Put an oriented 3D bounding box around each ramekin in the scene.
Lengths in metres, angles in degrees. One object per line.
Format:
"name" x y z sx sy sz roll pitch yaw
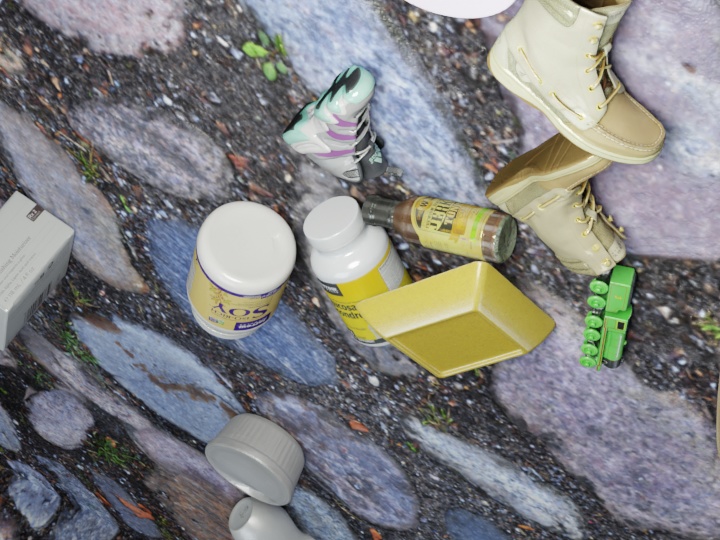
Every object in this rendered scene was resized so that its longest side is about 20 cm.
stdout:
"ramekin" -0.201 0.368 2.285 0.201 0.095 0.203 23 148 16

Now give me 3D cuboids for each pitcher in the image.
"pitcher" -0.208 0.581 2.588 0.200 0.122 0.171 39 166 -31

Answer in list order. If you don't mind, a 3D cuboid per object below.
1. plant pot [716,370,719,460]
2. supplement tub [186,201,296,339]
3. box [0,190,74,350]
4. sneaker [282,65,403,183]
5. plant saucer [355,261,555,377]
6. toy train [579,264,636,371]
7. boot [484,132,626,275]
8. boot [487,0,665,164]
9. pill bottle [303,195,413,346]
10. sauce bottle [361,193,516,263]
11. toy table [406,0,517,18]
"plant pot" 0.481 0.120 1.226 0.172 0.201 0.201 8 144 9
"supplement tub" -0.180 0.005 1.705 0.145 0.146 0.200 32 149 3
"box" -0.629 0.003 2.071 0.130 0.200 0.200 34 150 -2
"sneaker" 0.002 -0.160 1.378 0.140 0.078 0.200 40 158 -13
"plant saucer" 0.125 0.077 1.499 0.199 0.049 0.200 -20 143 30
"toy train" 0.306 0.061 1.430 0.056 0.042 0.201 12 144 14
"boot" 0.245 -0.071 1.265 0.155 0.073 0.200 42 150 -14
"boot" 0.227 -0.199 1.104 0.199 0.072 0.155 36 149 6
"pill bottle" 0.000 0.000 1.559 0.111 0.112 0.201 6 140 38
"sauce bottle" 0.094 -0.057 1.437 0.198 0.065 0.065 12 144 29
"toy table" 0.090 -0.309 1.006 0.199 0.117 0.185 37 142 19
